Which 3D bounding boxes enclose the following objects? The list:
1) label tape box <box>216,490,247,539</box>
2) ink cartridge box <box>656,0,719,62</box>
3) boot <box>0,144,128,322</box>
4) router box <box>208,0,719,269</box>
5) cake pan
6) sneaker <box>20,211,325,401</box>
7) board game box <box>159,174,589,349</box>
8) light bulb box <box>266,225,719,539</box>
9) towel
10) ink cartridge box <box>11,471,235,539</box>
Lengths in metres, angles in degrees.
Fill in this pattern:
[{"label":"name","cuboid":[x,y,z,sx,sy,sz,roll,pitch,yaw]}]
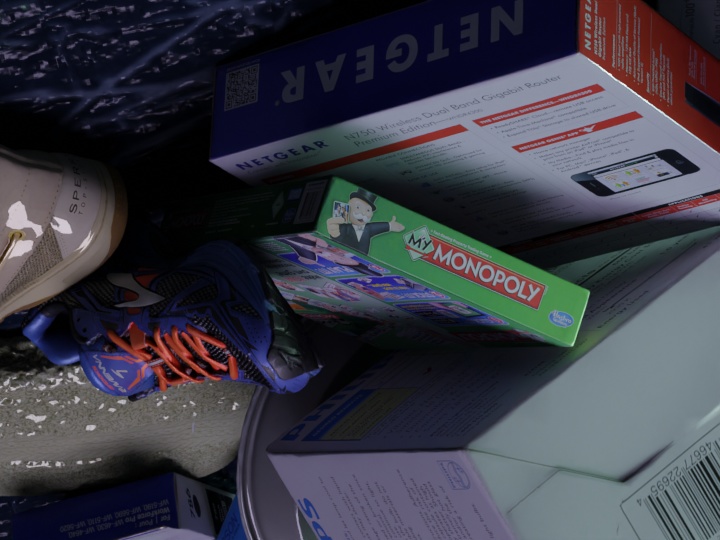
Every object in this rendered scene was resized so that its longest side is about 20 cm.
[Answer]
[{"label":"label tape box","cuboid":[0.034,0.116,1.639,0.199,0.063,0.144,-4,134,-33]},{"label":"ink cartridge box","cuboid":[0.170,-0.068,1.420,0.176,0.045,0.200,-5,154,20]},{"label":"boot","cuboid":[-0.225,-0.008,1.353,0.200,0.073,0.155,-31,147,29]},{"label":"router box","cuboid":[0.065,-0.060,1.336,0.200,0.049,0.179,-14,152,34]},{"label":"cake pan","cuboid":[0.031,0.094,1.535,0.200,0.201,0.037,10,-171,-34]},{"label":"sneaker","cuboid":[-0.086,0.030,1.358,0.200,0.078,0.075,13,144,57]},{"label":"board game box","cuboid":[0.000,0.000,1.366,0.134,0.029,0.200,23,169,-22]},{"label":"light bulb box","cuboid":[0.097,0.081,1.409,0.198,0.125,0.200,-35,-168,-24]},{"label":"towel","cuboid":[-0.146,0.077,1.578,0.199,0.037,0.149,-3,150,-16]},{"label":"ink cartridge box","cuboid":[-0.128,0.147,1.660,0.099,0.039,0.200,-15,168,9]}]
